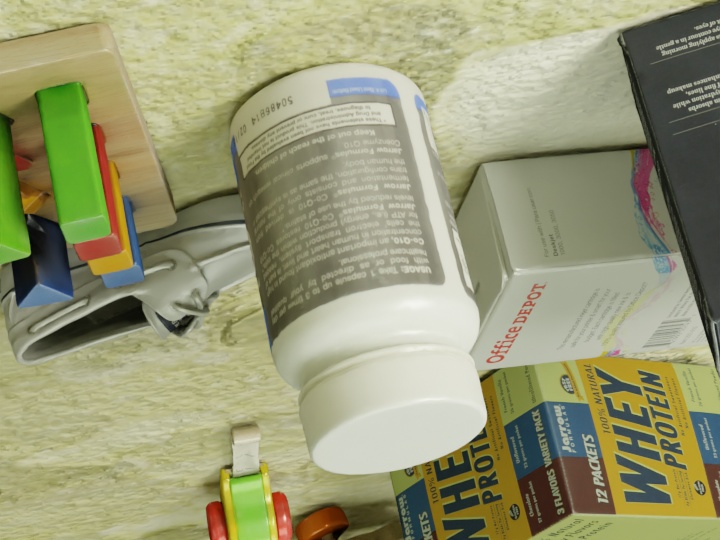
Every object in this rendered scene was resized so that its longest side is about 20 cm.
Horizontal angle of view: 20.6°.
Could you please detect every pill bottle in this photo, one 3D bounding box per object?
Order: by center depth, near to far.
[{"bbox_3d":[0.000,0.000,1.063,0.114,0.200,0.114,-10,154,-5],"label":"pill bottle"}]

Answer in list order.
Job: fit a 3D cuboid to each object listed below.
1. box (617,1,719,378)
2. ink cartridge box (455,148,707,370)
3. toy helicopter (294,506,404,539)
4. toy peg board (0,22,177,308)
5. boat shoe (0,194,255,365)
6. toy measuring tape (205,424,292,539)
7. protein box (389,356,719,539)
[{"bbox_3d":[0.264,-0.061,1.083,0.200,0.182,0.104,-16,155,8],"label":"box"},{"bbox_3d":[0.160,-0.009,1.257,0.200,0.085,0.145,-7,154,-16],"label":"ink cartridge box"},{"bbox_3d":[0.021,0.259,1.764,0.200,0.079,0.132,-13,151,-31],"label":"toy helicopter"},{"bbox_3d":[-0.205,-0.020,1.048,0.200,0.098,0.199,-12,155,-1],"label":"toy peg board"},{"bbox_3d":[-0.117,0.010,1.188,0.200,0.065,0.074,-17,154,9],"label":"boat shoe"},{"bbox_3d":[-0.087,0.188,1.565,0.074,0.074,0.200,-9,155,-9],"label":"toy measuring tape"},{"bbox_3d":[0.164,0.168,1.565,0.200,0.135,0.199,7,149,-36],"label":"protein box"}]
